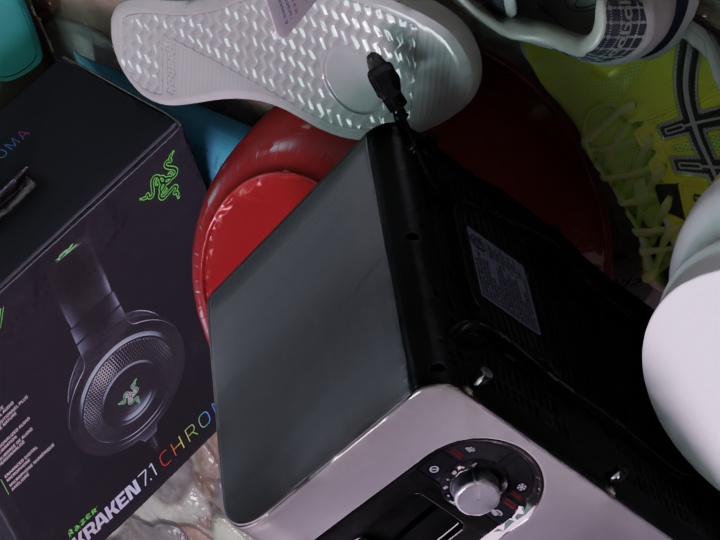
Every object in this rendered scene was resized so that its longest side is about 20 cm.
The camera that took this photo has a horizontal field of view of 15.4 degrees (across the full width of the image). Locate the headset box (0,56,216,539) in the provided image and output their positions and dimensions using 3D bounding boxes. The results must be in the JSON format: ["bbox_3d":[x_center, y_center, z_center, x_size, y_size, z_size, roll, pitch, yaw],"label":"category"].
[{"bbox_3d":[-0.151,0.022,1.298,0.093,0.174,0.201,30,152,35],"label":"headset box"}]

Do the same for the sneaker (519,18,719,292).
[{"bbox_3d":[0.139,-0.037,1.121,0.200,0.076,0.075,45,143,-1],"label":"sneaker"}]

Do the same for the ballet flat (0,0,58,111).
[{"bbox_3d":[-0.186,-0.096,1.349,0.064,0.075,0.201,26,136,50],"label":"ballet flat"}]

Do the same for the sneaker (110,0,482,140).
[{"bbox_3d":[-0.002,-0.114,1.129,0.200,0.118,0.074,11,123,44],"label":"sneaker"}]

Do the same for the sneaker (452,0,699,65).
[{"bbox_3d":[0.040,-0.144,1.080,0.199,0.080,0.077,28,118,23],"label":"sneaker"}]

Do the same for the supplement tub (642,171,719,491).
[{"bbox_3d":[0.203,-0.009,0.995,0.145,0.200,0.146,22,137,22],"label":"supplement tub"}]

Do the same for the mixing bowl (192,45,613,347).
[{"bbox_3d":[0.000,0.000,1.170,0.199,0.108,0.202,7,101,35],"label":"mixing bowl"}]

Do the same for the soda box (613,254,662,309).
[{"bbox_3d":[0.158,0.091,1.225,0.063,0.068,0.201,-17,113,39],"label":"soda box"}]

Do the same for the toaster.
[{"bbox_3d":[0.043,0.053,1.020,0.181,0.201,0.119,36,116,-30],"label":"toaster"}]

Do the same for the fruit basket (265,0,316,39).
[{"bbox_3d":[-0.016,-0.215,0.986,0.093,0.200,0.186,8,131,33],"label":"fruit basket"}]

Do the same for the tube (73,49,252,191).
[{"bbox_3d":[-0.061,-0.046,1.304,0.199,0.050,0.078,23,136,29],"label":"tube"}]
